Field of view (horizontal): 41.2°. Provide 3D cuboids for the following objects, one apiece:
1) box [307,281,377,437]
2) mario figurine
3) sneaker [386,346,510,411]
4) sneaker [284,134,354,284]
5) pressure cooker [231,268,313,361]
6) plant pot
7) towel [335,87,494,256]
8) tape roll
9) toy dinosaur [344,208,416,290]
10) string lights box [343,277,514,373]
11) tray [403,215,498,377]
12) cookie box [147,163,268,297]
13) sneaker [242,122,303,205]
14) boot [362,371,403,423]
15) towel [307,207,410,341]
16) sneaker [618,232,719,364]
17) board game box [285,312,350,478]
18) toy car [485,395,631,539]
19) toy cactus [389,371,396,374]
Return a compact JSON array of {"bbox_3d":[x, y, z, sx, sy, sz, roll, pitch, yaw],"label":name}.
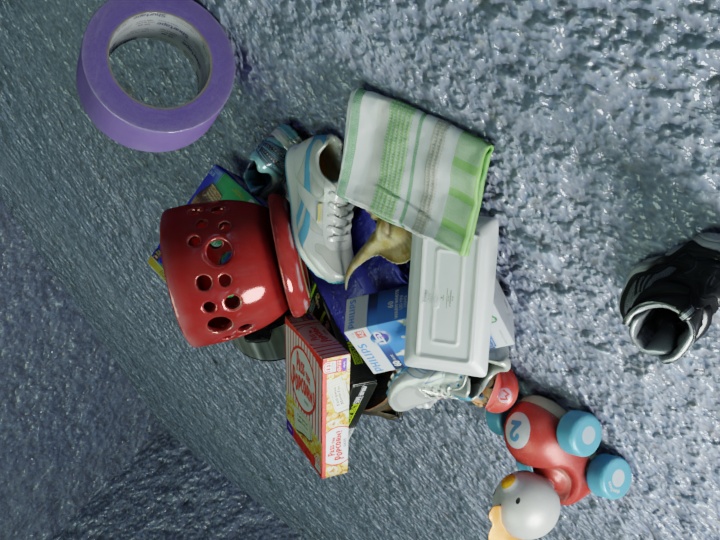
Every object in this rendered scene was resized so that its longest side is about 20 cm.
[{"bbox_3d":[-0.045,0.145,1.497,0.200,0.047,0.194,112,146,-50],"label":"box"},{"bbox_3d":[0.132,0.144,1.380,0.200,0.106,0.124,23,145,23],"label":"mario figurine"},{"bbox_3d":[0.119,0.148,1.300,0.075,0.200,0.087,34,-150,-38],"label":"sneaker"},{"bbox_3d":[-0.044,-0.081,1.272,0.081,0.076,0.201,-16,86,47],"label":"sneaker"},{"bbox_3d":[-0.161,0.039,1.622,0.176,0.179,0.200,42,162,25],"label":"pressure cooker"},{"bbox_3d":[-0.170,-0.005,1.351,0.200,0.182,0.201,169,90,-88],"label":"plant pot"},{"bbox_3d":[0.056,-0.115,1.120,0.200,0.031,0.150,29,127,32],"label":"towel"},{"bbox_3d":[-0.273,-0.265,1.276,0.200,0.200,0.085,47,158,-6],"label":"tape roll"},{"bbox_3d":[0.034,-0.052,1.210,0.200,0.058,0.101,-26,72,28],"label":"toy dinosaur"},{"bbox_3d":[0.090,0.066,1.250,0.199,0.059,0.103,-15,136,20],"label":"string lights box"},{"bbox_3d":[0.108,0.031,1.168,0.107,0.022,0.201,7,103,17],"label":"tray"},{"bbox_3d":[-0.223,-0.039,1.526,0.171,0.200,0.075,41,-172,35],"label":"cookie box"},{"bbox_3d":[-0.135,-0.138,1.392,0.078,0.086,0.200,49,159,14],"label":"sneaker"},{"bbox_3d":[0.043,0.196,1.503,0.097,0.075,0.200,15,165,-18],"label":"boot"},{"bbox_3d":[0.000,0.000,1.332,0.200,0.049,0.148,-44,64,51],"label":"towel"},{"bbox_3d":[0.293,0.040,0.947,0.075,0.114,0.200,44,157,4],"label":"sneaker"},{"bbox_3d":[-0.066,0.185,1.439,0.151,0.046,0.201,-140,46,-57],"label":"board game box"},{"bbox_3d":[0.239,0.299,1.354,0.177,0.200,0.184,53,155,-23],"label":"toy car"},{"bbox_3d":[0.059,0.112,1.518,0.165,0.102,0.200,-1,130,34],"label":"toy cactus"}]
